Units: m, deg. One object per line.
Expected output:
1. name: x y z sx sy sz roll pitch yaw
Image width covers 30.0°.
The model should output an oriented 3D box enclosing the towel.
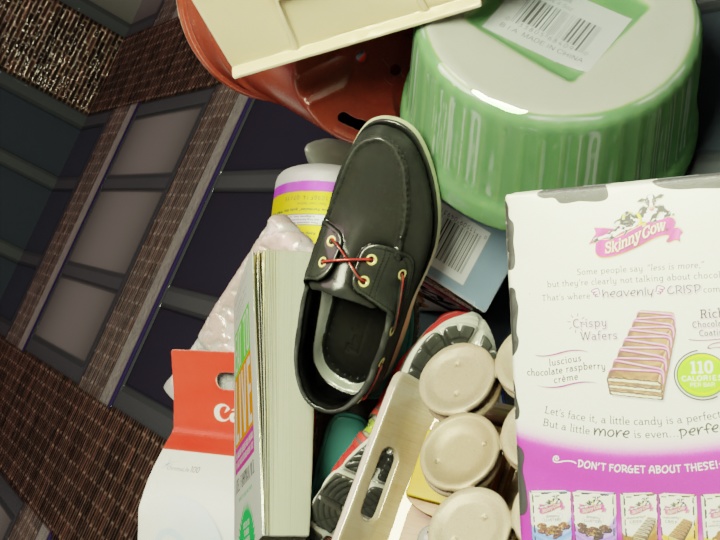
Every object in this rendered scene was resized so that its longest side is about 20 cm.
1. towel: -0.051 0.089 1.075 0.200 0.032 0.192 45 113 21

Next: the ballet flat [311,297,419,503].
1. ballet flat: -0.002 0.093 0.986 0.075 0.067 0.202 -65 -12 -80

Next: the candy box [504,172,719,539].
1. candy box: 0.144 0.059 0.638 0.135 0.061 0.203 -3 88 28

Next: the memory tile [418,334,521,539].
1. memory tile: 0.105 0.112 0.740 0.152 0.017 0.202 -17 48 18

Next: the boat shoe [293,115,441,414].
1. boat shoe: 0.003 0.001 0.869 0.063 0.073 0.203 -40 -34 -57

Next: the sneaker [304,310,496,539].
1. sneaker: 0.032 0.116 0.920 0.201 0.077 0.085 -56 6 10

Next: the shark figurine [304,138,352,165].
1. shark figurine: 0.040 -0.133 1.252 0.089 0.129 0.215 1 45 37

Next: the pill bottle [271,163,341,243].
1. pill bottle: -0.033 0.018 1.151 0.104 0.103 0.203 -17 64 59

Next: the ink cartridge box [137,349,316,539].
1. ink cartridge box: -0.103 0.167 1.057 0.159 0.047 0.203 1 91 33

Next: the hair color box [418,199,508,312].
1. hair color box: 0.040 -0.018 1.003 0.061 0.098 0.200 -59 9 -6

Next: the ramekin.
1. ramekin: 0.123 -0.130 0.857 0.098 0.197 0.202 86 -168 -55

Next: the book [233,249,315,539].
1. book: -0.067 0.103 0.976 0.134 0.047 0.202 127 143 -64

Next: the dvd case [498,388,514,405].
1. dvd case: 0.063 0.189 0.881 0.150 0.025 0.201 -48 29 34

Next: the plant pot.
1. plant pot: -0.017 -0.194 1.010 0.202 0.200 0.195 -58 34 10

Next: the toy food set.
1. toy food set: 0.079 0.140 0.780 0.198 0.060 0.145 8 69 37

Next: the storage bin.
1. storage bin: -0.008 -0.243 0.853 0.196 0.094 0.202 -14 46 16
